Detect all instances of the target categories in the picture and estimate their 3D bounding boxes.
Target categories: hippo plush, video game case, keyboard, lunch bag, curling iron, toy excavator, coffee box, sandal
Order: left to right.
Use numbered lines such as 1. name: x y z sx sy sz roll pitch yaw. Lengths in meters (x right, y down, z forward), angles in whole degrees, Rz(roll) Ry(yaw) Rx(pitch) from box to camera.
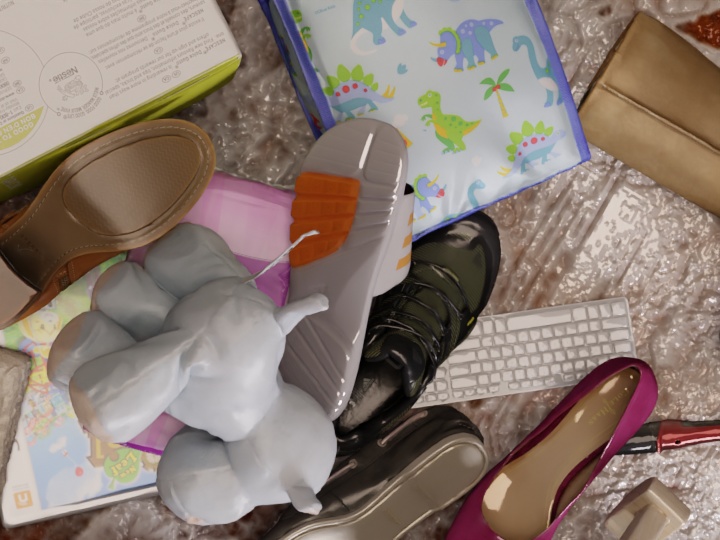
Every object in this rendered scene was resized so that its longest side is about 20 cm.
1. coffee box: -0.209 -0.171 1.604 0.199 0.200 0.198 -27 92 -4
2. video game case: -0.167 0.067 1.695 0.199 0.022 0.183 -12 91 -4
3. hippo plush: -0.082 0.070 1.566 0.199 0.160 0.161 -24 123 10
4. sandal: -0.007 -0.002 1.611 0.079 0.059 0.208 24 110 31
5. lunch bag: 0.043 -0.133 1.658 0.169 0.127 0.201 -24 90 -4
6. keyboard: 0.093 0.059 1.720 0.199 0.011 0.057 -8 90 -4
7. toy excavator: 0.131 0.243 1.625 0.100 0.194 0.200 44 115 -2
8. curling iron: 0.214 0.125 1.720 0.199 0.026 0.050 1 88 -4

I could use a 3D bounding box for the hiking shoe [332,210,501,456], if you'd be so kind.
1. hiking shoe: 0.037 0.048 1.659 0.076 0.101 0.200 36 86 -13

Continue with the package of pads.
1. package of pads: -0.104 0.027 1.651 0.120 0.076 0.201 14 89 -2

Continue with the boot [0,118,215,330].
1. boot: -0.185 -0.035 1.608 0.200 0.155 0.074 -33 96 -2

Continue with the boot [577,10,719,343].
1. boot: 0.229 -0.054 1.706 0.200 0.066 0.176 33 76 -4

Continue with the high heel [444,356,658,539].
1. high heel: 0.121 0.135 1.658 0.067 0.096 0.200 39 81 14

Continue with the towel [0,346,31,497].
1. towel: -0.305 0.136 1.670 0.132 0.034 0.201 15 93 3

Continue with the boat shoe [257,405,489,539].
1. boat shoe: -0.002 0.163 1.697 0.200 0.057 0.067 -33 124 0
